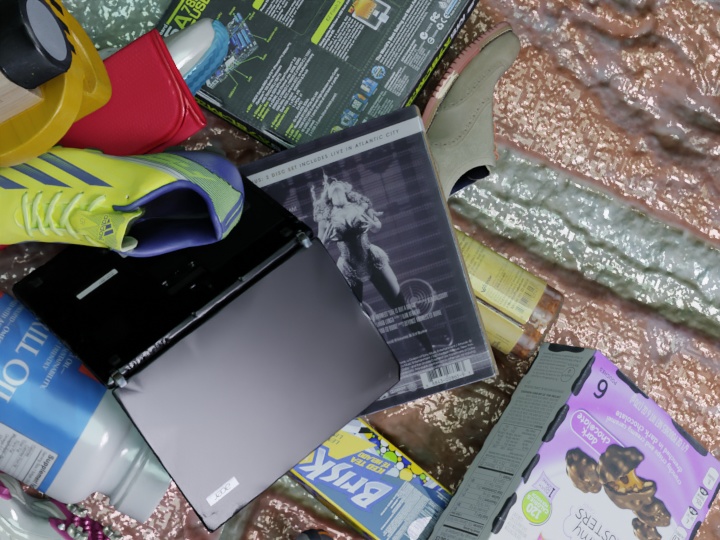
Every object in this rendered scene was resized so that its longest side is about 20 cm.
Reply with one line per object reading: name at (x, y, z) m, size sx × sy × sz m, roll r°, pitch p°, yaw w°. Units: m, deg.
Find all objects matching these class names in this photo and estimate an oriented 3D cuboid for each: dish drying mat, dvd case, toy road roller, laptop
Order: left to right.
toy road roller at (-0.246, -0.163, 1.070) m, size 0.123 × 0.146 × 0.201 m, roll -26°, pitch 70°, yaw 14°
dish drying mat at (-0.204, -0.086, 1.139) m, size 0.200 × 0.018 × 0.077 m, roll -28°, pitch 90°, yaw 22°
laptop at (-0.105, 0.042, 1.128) m, size 0.177 × 0.103 × 0.200 m, roll -37°, pitch 51°, yaw -19°
dvd case at (0.000, 0.000, 1.161) m, size 0.148 × 0.016 × 0.201 m, roll -18°, pitch 83°, yaw 14°

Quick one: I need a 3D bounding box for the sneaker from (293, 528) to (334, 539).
sneaker at (0.031, 0.263, 1.222) m, size 0.112 × 0.078 × 0.200 m, roll -29°, pitch 103°, yaw -14°

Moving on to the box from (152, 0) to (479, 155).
box at (-0.035, -0.188, 1.222) m, size 0.193 × 0.048 × 0.200 m, roll 30°, pitch 82°, yaw 9°

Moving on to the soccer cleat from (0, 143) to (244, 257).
soccer cleat at (-0.177, -0.042, 1.091) m, size 0.199 × 0.084 × 0.065 m, roll -5°, pitch 126°, yaw 7°

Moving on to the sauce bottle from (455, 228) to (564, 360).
sauce bottle at (0.056, -0.007, 1.236) m, size 0.200 × 0.066 × 0.066 m, roll 33°, pitch 82°, yaw 1°

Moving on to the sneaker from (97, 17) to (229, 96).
sneaker at (-0.185, -0.130, 1.171) m, size 0.200 × 0.077 × 0.081 m, roll -31°, pitch 89°, yaw 13°

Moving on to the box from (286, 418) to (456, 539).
box at (-0.023, 0.136, 1.213) m, size 0.200 × 0.070 × 0.064 m, roll 40°, pitch 79°, yaw -6°

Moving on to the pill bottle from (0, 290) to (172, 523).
pill bottle at (-0.222, 0.096, 1.160) m, size 0.200 × 0.112 × 0.112 m, roll 29°, pitch 83°, yaw -8°

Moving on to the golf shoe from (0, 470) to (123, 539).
golf shoe at (-0.245, 0.202, 1.179) m, size 0.200 × 0.075 × 0.092 m, roll 33°, pitch 97°, yaw -5°

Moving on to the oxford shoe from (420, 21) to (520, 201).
oxford shoe at (0.076, -0.103, 1.229) m, size 0.074 × 0.071 × 0.200 m, roll 33°, pitch 68°, yaw 5°

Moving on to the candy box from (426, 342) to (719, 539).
candy box at (0.158, 0.184, 1.204) m, size 0.168 × 0.071 × 0.200 m, roll 41°, pitch 72°, yaw -26°
